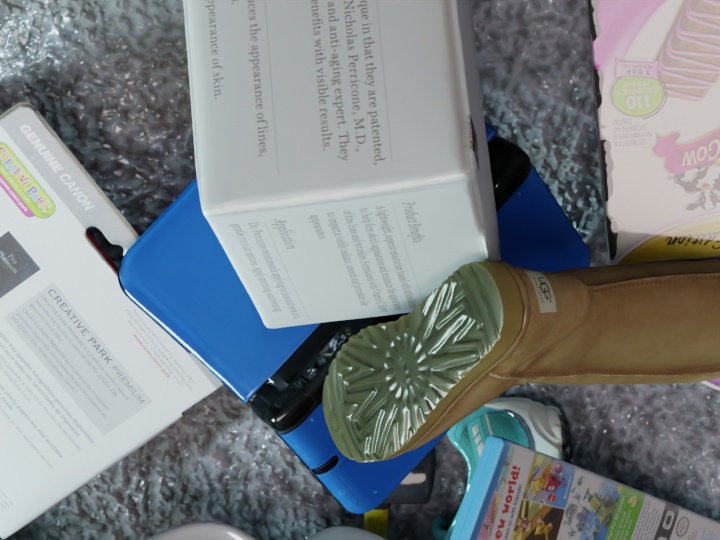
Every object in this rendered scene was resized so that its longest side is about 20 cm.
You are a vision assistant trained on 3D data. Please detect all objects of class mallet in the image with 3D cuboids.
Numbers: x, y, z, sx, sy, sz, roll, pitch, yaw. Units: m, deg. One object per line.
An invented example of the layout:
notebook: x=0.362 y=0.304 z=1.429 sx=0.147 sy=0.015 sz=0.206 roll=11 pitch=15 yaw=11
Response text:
mallet: x=0.018 y=0.181 z=1.695 sx=0.066 sy=0.041 sz=0.200 roll=-3 pitch=117 yaw=7

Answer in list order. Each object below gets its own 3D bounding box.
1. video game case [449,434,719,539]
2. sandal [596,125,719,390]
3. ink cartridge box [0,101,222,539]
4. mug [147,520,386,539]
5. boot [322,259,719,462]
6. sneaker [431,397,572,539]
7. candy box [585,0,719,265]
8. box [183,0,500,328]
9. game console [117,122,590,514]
video game case: x=0.125 y=0.188 z=1.626 sx=0.200 sy=0.018 sz=0.143 roll=23 pitch=86 yaw=-34
sandal: x=0.179 y=-0.010 z=1.595 sx=0.082 sy=0.050 sz=0.203 roll=-24 pitch=111 yaw=12
ink cartridge box: x=-0.187 y=0.015 z=1.604 sx=0.175 sy=0.084 sz=0.200 roll=-33 pitch=108 yaw=13
mug: x=-0.057 y=0.228 z=1.619 sx=0.200 sy=0.175 sz=0.148 roll=51 pitch=143 yaw=8
boot: x=0.104 y=0.047 z=1.507 sx=0.200 sy=0.066 sz=0.175 roll=-1 pitch=158 yaw=-38
sneaker: x=0.078 y=0.168 z=1.671 sx=0.080 sy=0.078 sz=0.200 roll=4 pitch=103 yaw=8
candy box: x=0.188 y=-0.109 z=1.523 sx=0.136 sy=0.061 sz=0.200 roll=-5 pitch=100 yaw=5
box: x=-0.008 y=-0.096 z=1.447 sx=0.130 sy=0.199 sz=0.200 roll=-7 pitch=72 yaw=5
game console: x=0.000 y=0.000 z=1.581 sx=0.200 sy=0.118 sz=0.171 roll=-47 pitch=139 yaw=-8
